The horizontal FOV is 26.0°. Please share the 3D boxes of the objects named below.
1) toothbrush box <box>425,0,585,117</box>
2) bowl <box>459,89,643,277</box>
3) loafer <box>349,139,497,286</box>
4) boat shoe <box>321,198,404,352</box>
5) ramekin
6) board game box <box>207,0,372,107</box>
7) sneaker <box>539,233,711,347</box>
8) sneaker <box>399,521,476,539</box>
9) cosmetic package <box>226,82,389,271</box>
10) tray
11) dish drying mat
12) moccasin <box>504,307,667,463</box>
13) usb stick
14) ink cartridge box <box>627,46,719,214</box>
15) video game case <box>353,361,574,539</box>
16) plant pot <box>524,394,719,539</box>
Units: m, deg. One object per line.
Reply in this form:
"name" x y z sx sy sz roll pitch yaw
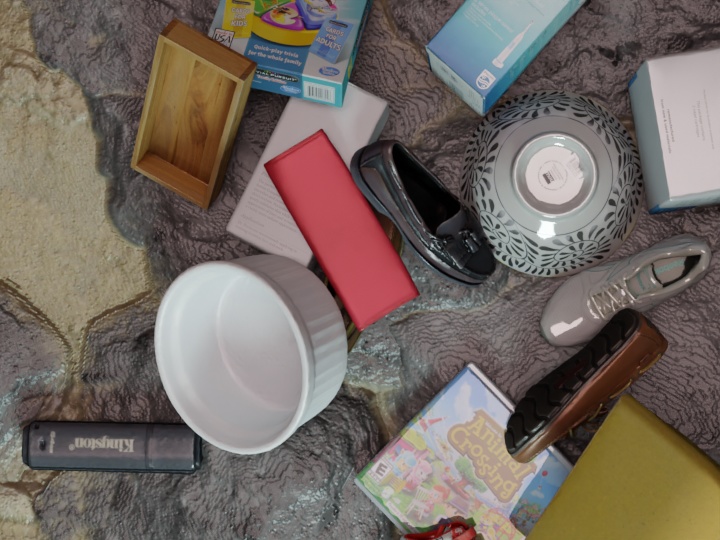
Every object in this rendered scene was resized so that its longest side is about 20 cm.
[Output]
"toothbrush box" 0.164 -0.268 1.615 0.085 0.146 0.200 43 92 5
"bowl" 0.202 -0.095 1.631 0.199 0.094 0.203 0 89 5
"loafer" 0.075 -0.059 1.620 0.200 0.063 0.072 43 54 -17
"boat shoe" 0.000 0.000 1.656 0.071 0.068 0.202 16 89 5
"ramekin" -0.108 0.079 1.611 0.199 0.097 0.202 10 108 32
"board game box" -0.068 -0.281 1.642 0.150 0.047 0.201 13 63 5
"sneaker" 0.276 0.017 1.629 0.199 0.080 0.071 -29 88 4
"sneaker" 0.133 0.319 1.613 0.199 0.067 0.109 1 91 7
"cosmetic package" -0.055 -0.107 1.664 0.101 0.074 0.201 27 88 5
"tray" -0.176 -0.160 1.626 0.098 0.201 0.037 29 50 5
"dish drying mat" -0.020 -0.042 1.616 0.076 0.018 0.201 -30 91 -3
"moccasin" 0.233 0.128 1.612 0.201 0.074 0.078 -46 118 4
"usb stick" -0.268 0.191 1.688 0.198 0.033 0.056 1 89 5
"ink cartridge box" 0.390 -0.149 1.588 0.198 0.147 0.147 -9 86 1
"video game case" 0.124 0.231 1.660 0.182 0.022 0.200 -45 85 2
"plant pot" 0.309 0.271 1.522 0.200 0.195 0.195 35 91 34
